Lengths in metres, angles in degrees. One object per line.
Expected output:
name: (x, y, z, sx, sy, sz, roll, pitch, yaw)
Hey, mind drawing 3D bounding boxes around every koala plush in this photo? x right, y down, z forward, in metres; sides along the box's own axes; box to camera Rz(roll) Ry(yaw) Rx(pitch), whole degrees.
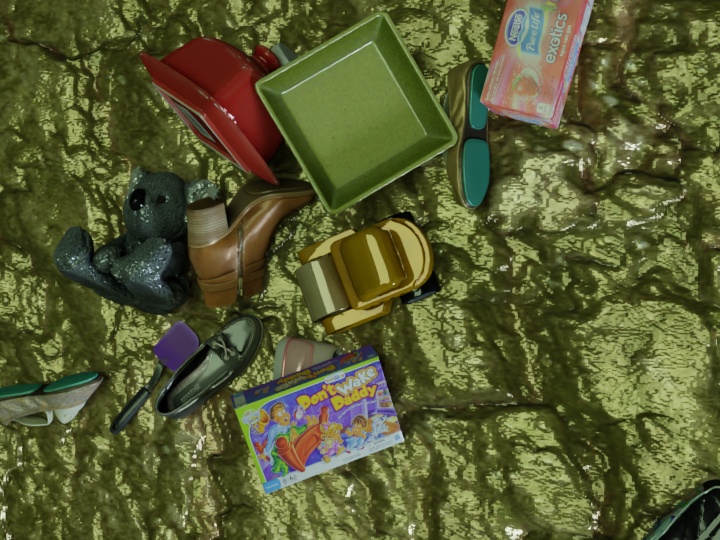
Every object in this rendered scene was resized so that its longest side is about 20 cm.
koala plush: (-0.302, -0.054, 1.520, 0.177, 0.184, 0.200, 7, 70, 24)

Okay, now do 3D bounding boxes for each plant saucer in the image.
plant saucer: (-0.006, -0.205, 1.398, 0.200, 0.048, 0.200, -31, 94, -4)

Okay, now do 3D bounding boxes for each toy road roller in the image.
toy road roller: (0.000, 0.000, 1.415, 0.200, 0.146, 0.123, -23, 82, 15)

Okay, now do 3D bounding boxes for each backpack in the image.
backpack: (0.418, 0.369, 1.276, 0.200, 0.151, 0.178, -46, 74, 4)

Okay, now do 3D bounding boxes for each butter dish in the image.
butter dish: (-0.169, -0.244, 1.444, 0.148, 0.200, 0.199, -48, 50, -9)

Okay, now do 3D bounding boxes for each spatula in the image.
spatula: (-0.310, 0.165, 1.570, 0.057, 0.021, 0.200, 41, 101, 20)

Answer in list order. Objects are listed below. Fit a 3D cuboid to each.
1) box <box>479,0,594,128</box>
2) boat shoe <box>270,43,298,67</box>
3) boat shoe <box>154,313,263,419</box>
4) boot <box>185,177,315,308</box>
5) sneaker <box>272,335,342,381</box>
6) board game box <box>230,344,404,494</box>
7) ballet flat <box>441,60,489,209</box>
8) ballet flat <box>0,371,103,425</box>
box: (0.233, -0.296, 1.375, 0.095, 0.103, 0.200, 17, 95, 17)
boat shoe: (-0.078, -0.226, 1.487, 0.070, 0.071, 0.200, -38, 80, 19)
boat shoe: (-0.218, 0.142, 1.524, 0.200, 0.057, 0.067, -46, 77, 11)
boot: (-0.145, -0.039, 1.491, 0.077, 0.200, 0.155, 27, 131, 50)
sneaker: (-0.067, 0.193, 1.467, 0.105, 0.075, 0.201, 2, 85, 22)
board game box: (-0.056, 0.198, 1.415, 0.200, 0.045, 0.135, -20, 111, -7)
ballet flat: (0.140, -0.181, 1.430, 0.063, 0.069, 0.200, 2, 87, 45)
ballet flat: (-0.467, 0.198, 1.604, 0.200, 0.068, 0.067, -10, 105, 22)
